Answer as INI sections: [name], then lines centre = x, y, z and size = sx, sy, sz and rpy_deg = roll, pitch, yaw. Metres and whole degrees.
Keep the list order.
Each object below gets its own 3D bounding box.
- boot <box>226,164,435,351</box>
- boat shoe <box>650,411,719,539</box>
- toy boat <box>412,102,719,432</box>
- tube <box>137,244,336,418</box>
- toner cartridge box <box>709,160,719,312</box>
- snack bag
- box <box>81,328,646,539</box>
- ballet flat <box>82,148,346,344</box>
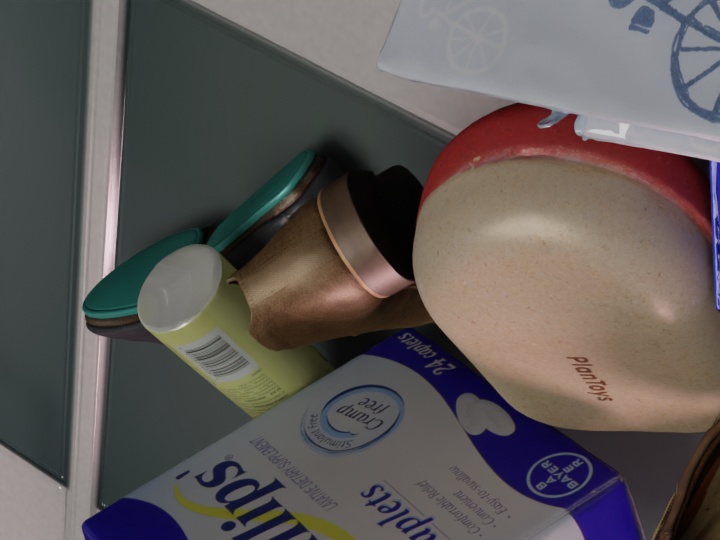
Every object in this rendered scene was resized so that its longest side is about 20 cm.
[boot]
centre = 0.000, 0.000, 0.879
size = 0.075, 0.200, 0.074
rpy_deg = -31, 77, 15
[boat shoe]
centre = 0.177, 0.064, 0.776
size = 0.075, 0.075, 0.203
rpy_deg = 31, 93, 25
[toy boat]
centre = 0.103, -0.018, 0.829
size = 0.130, 0.131, 0.200
rpy_deg = -1, 156, 23
[tube]
centre = -0.037, 0.060, 1.005
size = 0.200, 0.052, 0.058
rpy_deg = 46, -172, -41
[toner cartridge box]
centre = 0.216, -0.023, 0.683
size = 0.199, 0.043, 0.096
rpy_deg = 9, 110, 43
[snack bag]
centre = 0.110, -0.136, 0.736
size = 0.199, 0.021, 0.190
rpy_deg = 14, 81, 34
[box]
centre = 0.004, 0.144, 0.910
size = 0.184, 0.199, 0.105
rpy_deg = 34, 149, 53
[ballet flat]
centre = -0.067, 0.005, 1.028
size = 0.200, 0.073, 0.073
rpy_deg = -29, 96, 40
